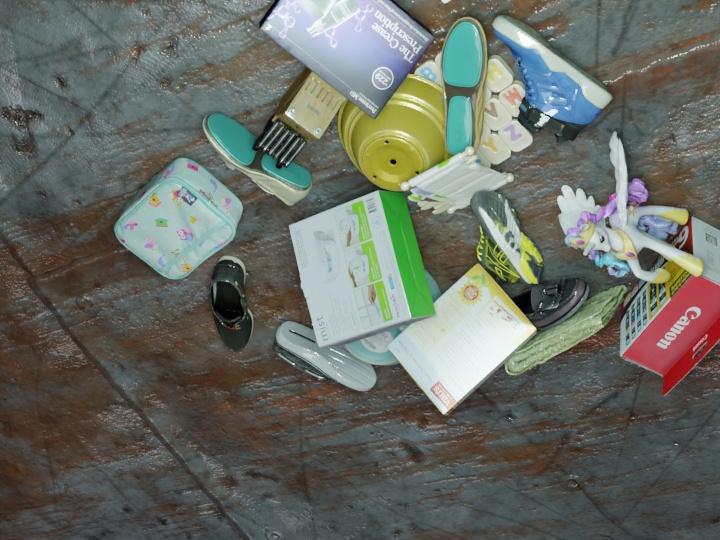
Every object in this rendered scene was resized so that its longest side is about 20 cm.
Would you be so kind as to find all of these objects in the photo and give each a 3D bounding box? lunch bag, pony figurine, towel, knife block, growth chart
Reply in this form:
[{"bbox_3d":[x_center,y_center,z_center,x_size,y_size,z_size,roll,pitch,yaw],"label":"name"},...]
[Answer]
[{"bbox_3d":[-0.295,-0.080,1.784,0.199,0.078,0.160,-33,115,34],"label":"lunch bag"},{"bbox_3d":[0.374,-0.072,1.546,0.197,0.195,0.167,15,135,-15],"label":"pony figurine"},{"bbox_3d":[0.326,0.093,1.723,0.199,0.148,0.037,-35,89,35],"label":"towel"},{"bbox_3d":[-0.080,-0.247,1.607,0.064,0.202,0.175,34,175,-16],"label":"knife block"},{"bbox_3d":[0.140,-0.125,1.592,0.143,0.018,0.199,-24,162,24],"label":"growth chart"}]

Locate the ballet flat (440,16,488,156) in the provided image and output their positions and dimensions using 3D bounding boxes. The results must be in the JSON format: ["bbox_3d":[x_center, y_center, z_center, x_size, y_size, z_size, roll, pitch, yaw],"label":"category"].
[{"bbox_3d":[0.146,-0.257,1.508,0.068,0.063,0.203,14,121,20],"label":"ballet flat"}]

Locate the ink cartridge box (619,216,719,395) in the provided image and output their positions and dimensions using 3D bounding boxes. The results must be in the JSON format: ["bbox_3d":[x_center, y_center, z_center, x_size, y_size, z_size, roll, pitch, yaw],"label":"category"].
[{"bbox_3d":[0.474,0.056,1.622,0.083,0.177,0.201,24,131,-6],"label":"ink cartridge box"}]

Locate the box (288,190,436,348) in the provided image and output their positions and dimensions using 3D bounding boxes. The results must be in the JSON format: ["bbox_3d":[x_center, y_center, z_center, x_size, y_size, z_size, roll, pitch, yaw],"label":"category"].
[{"bbox_3d":[0.000,0.000,1.689,0.174,0.096,0.203,-20,81,29],"label":"box"}]

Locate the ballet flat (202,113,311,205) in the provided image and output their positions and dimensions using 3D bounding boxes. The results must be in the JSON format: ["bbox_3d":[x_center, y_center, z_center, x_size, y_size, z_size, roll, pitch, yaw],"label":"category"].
[{"bbox_3d":[-0.168,-0.167,1.689,0.199,0.070,0.069,34,130,-14],"label":"ballet flat"}]

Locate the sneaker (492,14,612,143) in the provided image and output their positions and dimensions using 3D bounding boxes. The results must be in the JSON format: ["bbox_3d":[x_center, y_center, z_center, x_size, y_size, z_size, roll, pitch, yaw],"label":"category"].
[{"bbox_3d":[0.237,-0.252,1.484,0.198,0.077,0.112,31,113,-20],"label":"sneaker"}]

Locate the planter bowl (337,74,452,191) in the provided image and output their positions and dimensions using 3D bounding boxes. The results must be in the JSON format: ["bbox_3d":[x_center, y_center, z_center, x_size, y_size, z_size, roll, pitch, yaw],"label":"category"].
[{"bbox_3d":[0.054,-0.179,1.583,0.197,0.084,0.203,8,131,9],"label":"planter bowl"}]

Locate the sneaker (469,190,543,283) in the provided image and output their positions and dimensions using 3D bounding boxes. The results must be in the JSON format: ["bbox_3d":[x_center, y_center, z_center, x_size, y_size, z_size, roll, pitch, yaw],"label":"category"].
[{"bbox_3d":[0.209,-0.040,1.674,0.084,0.075,0.201,-13,132,32],"label":"sneaker"}]

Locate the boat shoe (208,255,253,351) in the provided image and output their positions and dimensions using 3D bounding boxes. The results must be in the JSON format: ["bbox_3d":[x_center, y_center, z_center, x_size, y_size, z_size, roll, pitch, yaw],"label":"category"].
[{"bbox_3d":[-0.230,0.071,1.906,0.072,0.064,0.204,7,132,6],"label":"boat shoe"}]

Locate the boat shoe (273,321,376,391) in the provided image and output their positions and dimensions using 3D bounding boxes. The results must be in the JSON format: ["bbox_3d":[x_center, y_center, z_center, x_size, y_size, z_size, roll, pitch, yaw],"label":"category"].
[{"bbox_3d":[-0.065,0.159,1.938,0.198,0.072,0.071,31,141,2],"label":"boat shoe"}]

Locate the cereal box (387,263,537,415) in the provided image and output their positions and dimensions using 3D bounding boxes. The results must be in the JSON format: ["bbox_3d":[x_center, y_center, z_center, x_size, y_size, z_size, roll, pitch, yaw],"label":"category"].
[{"bbox_3d":[0.160,0.109,1.715,0.200,0.040,0.144,-41,74,3],"label":"cereal box"}]

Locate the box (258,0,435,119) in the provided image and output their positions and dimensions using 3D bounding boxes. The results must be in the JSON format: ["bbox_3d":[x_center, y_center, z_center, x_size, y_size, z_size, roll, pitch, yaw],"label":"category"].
[{"bbox_3d":[-0.019,-0.325,1.469,0.199,0.079,0.142,35,105,-15],"label":"box"}]

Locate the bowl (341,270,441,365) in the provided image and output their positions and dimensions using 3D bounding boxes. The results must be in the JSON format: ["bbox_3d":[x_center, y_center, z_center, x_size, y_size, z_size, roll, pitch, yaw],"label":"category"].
[{"bbox_3d":[0.033,0.080,1.812,0.197,0.106,0.203,8,130,9],"label":"bowl"}]

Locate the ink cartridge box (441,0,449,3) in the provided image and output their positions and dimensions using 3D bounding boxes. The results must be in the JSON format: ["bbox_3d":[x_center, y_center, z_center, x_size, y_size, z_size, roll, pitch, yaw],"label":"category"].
[{"bbox_3d":[0.109,-0.461,1.348,0.144,0.085,0.200,-25,120,31],"label":"ink cartridge box"}]

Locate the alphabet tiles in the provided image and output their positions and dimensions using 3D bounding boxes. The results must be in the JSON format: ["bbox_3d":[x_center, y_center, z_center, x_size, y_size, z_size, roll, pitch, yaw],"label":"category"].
[{"bbox_3d":[0.150,-0.226,1.582,0.199,0.015,0.196,-29,116,34],"label":"alphabet tiles"}]

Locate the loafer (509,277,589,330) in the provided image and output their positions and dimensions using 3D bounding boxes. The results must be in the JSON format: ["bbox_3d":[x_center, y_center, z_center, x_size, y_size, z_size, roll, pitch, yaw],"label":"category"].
[{"bbox_3d":[0.279,0.054,1.721,0.063,0.073,0.200,35,148,-14],"label":"loafer"}]
